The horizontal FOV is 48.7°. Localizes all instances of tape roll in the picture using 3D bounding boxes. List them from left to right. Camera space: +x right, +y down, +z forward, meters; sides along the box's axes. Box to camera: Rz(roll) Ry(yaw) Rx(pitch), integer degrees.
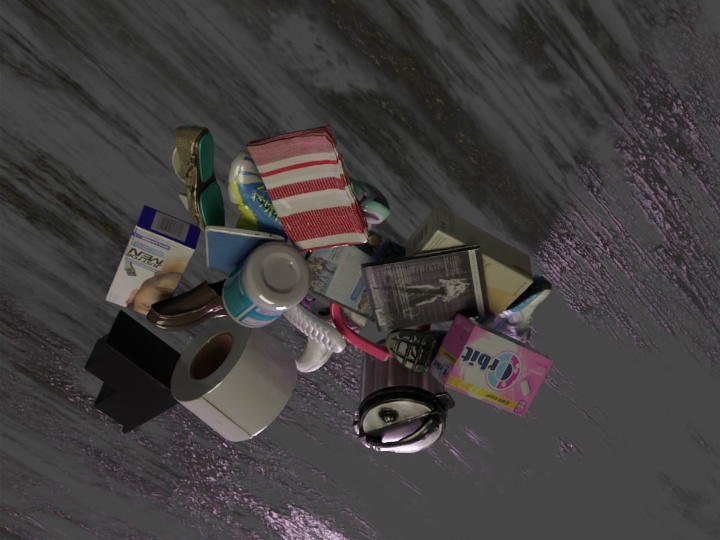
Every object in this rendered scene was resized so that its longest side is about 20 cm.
[{"bbox_3d":[-0.237,0.198,1.497,0.202,0.204,0.139,-26,126,26],"label":"tape roll"}]

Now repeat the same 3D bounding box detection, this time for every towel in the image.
[{"bbox_3d":[-0.077,-0.118,1.219,0.143,0.023,0.201,-7,122,26],"label":"towel"}]

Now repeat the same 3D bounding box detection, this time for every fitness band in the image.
[{"bbox_3d":[0.036,0.077,1.430,0.199,0.037,0.144,31,96,-20],"label":"fitness band"}]

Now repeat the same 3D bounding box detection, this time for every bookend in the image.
[{"bbox_3d":[-0.475,0.209,1.601,0.199,0.093,0.199,-31,121,30],"label":"bookend"}]

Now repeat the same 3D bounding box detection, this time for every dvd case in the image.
[{"bbox_3d":[0.000,0.000,1.374,0.199,0.018,0.144,26,98,-18],"label":"dvd case"},{"bbox_3d":[0.111,0.032,1.337,0.198,0.016,0.150,-9,129,9],"label":"dvd case"}]

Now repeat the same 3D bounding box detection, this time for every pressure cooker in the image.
[{"bbox_3d":[0.078,0.249,1.513,0.177,0.201,0.177,14,131,-8],"label":"pressure cooker"}]

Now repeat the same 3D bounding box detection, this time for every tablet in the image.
[{"bbox_3d":[-0.198,-0.029,1.354,0.129,0.014,0.200,8,161,-7],"label":"tablet"}]

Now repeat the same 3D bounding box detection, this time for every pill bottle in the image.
[{"bbox_3d":[-0.166,0.031,1.329,0.110,0.112,0.200,26,155,-17],"label":"pill bottle"}]

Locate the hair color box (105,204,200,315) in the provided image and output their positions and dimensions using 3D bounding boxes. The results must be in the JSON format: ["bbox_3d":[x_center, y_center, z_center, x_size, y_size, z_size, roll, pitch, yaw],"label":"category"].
[{"bbox_3d":[-0.369,-0.010,1.415,0.108,0.065,0.200,22,131,-16],"label":"hair color box"}]

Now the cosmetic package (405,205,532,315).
[{"bbox_3d":[0.184,-0.014,1.355,0.199,0.071,0.105,26,128,-17],"label":"cosmetic package"}]

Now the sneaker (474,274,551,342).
[{"bbox_3d":[0.284,0.083,1.426,0.086,0.075,0.200,36,135,-8],"label":"sneaker"}]

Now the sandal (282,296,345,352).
[{"bbox_3d":[-0.095,0.075,1.433,0.202,0.050,0.083,38,154,23],"label":"sandal"}]

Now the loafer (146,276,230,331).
[{"bbox_3d":[-0.288,0.048,1.423,0.199,0.073,0.072,-17,126,-30],"label":"loafer"}]

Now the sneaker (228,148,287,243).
[{"bbox_3d":[-0.152,-0.112,1.291,0.104,0.076,0.201,11,144,8],"label":"sneaker"}]

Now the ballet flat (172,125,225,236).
[{"bbox_3d":[-0.267,-0.146,1.293,0.075,0.068,0.202,15,130,22],"label":"ballet flat"}]

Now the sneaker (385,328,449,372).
[{"bbox_3d":[0.135,0.143,1.429,0.198,0.079,0.076,16,105,-15],"label":"sneaker"}]

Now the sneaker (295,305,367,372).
[{"bbox_3d":[-0.068,0.113,1.501,0.080,0.071,0.200,35,118,-18],"label":"sneaker"}]

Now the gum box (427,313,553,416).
[{"bbox_3d":[0.230,0.167,1.377,0.199,0.066,0.114,24,96,-27],"label":"gum box"}]

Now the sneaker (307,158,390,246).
[{"bbox_3d":[-0.062,-0.107,1.273,0.200,0.078,0.140,38,110,-25],"label":"sneaker"}]
